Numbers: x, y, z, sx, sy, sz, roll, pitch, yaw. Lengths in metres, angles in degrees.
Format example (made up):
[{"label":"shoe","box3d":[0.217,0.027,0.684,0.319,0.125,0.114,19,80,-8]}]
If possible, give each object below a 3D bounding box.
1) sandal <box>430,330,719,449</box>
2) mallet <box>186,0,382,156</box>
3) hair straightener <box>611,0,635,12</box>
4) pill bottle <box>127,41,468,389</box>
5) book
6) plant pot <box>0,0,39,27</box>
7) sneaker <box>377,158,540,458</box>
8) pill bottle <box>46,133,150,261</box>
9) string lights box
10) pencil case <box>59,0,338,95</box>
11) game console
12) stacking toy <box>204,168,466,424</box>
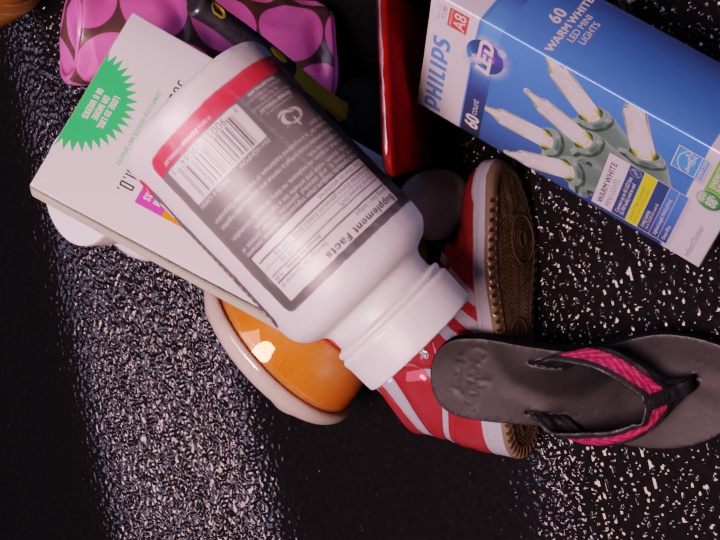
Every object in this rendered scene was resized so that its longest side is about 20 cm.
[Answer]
[{"label":"sandal","box3d":[0.139,0.076,0.749,0.199,0.045,0.075,1,103,15]},{"label":"mallet","box3d":[-0.042,-0.139,0.826,0.041,0.200,0.066,-14,54,33]},{"label":"hair straightener","box3d":[0.145,-0.177,0.768,0.077,0.041,0.201,14,99,39]},{"label":"pill bottle","box3d":[-0.033,-0.028,0.721,0.200,0.111,0.111,47,125,0]},{"label":"book","box3d":[-0.093,-0.059,0.795,0.134,0.200,0.048,-63,6,-12]},{"label":"plant pot","box3d":[-0.304,-0.325,1.043,0.183,0.200,0.201,-16,84,25]},{"label":"sneaker","box3d":[0.061,0.025,0.834,0.112,0.071,0.201,2,99,37]},{"label":"pill bottle","box3d":[-0.127,-0.065,0.899,0.111,0.200,0.112,5,98,40]},{"label":"string lights box","box3d":[0.134,-0.097,0.701,0.200,0.059,0.103,32,154,15]},{"label":"pencil case","box3d":[-0.115,-0.170,0.889,0.091,0.199,0.094,142,131,-62]},{"label":"game console","box3d":[-0.014,-0.155,0.779,0.172,0.200,0.119,29,100,4]},{"label":"stacking toy","box3d":[0.000,0.000,0.872,0.200,0.146,0.146,-42,67,15]}]
